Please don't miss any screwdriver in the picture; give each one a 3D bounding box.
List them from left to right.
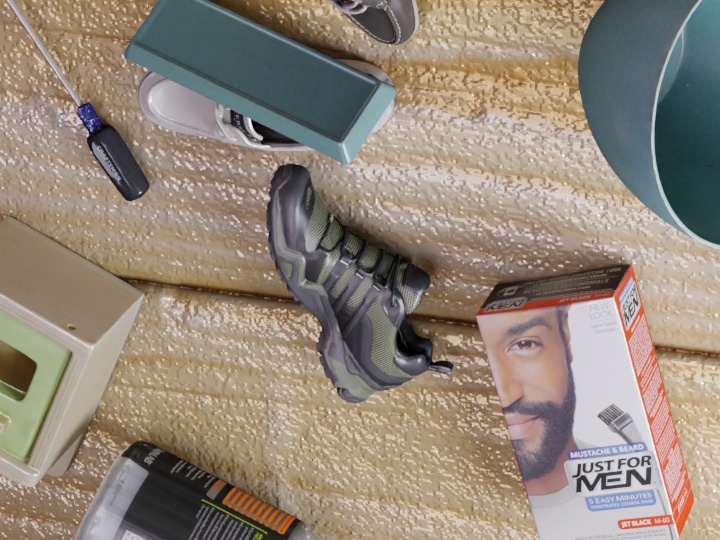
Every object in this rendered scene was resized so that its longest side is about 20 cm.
[{"bbox_3d":[-0.219,-0.139,1.776,0.029,0.028,0.200,-7,119,54],"label":"screwdriver"}]

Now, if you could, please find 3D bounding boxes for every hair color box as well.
[{"bbox_3d":[0.167,0.104,1.734,0.110,0.064,0.201,-9,110,24],"label":"hair color box"}]

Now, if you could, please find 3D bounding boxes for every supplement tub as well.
[{"bbox_3d":[-0.119,0.230,1.863,0.199,0.123,0.123,27,120,7],"label":"supplement tub"}]

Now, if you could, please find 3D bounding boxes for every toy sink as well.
[{"bbox_3d":[-0.278,0.085,1.857,0.130,0.112,0.200,30,121,5],"label":"toy sink"}]

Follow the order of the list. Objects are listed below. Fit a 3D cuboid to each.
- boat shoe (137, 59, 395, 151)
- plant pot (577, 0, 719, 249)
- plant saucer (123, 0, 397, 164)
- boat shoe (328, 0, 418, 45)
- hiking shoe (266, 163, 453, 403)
[{"bbox_3d":[-0.076,-0.119,1.714,0.199,0.066,0.072,8,117,16],"label":"boat shoe"},{"bbox_3d":[0.221,-0.128,1.549,0.135,0.199,0.201,26,128,49],"label":"plant pot"},{"bbox_3d":[-0.074,-0.145,1.679,0.199,0.070,0.019,27,163,20],"label":"plant saucer"},{"bbox_3d":[-0.022,-0.225,1.617,0.067,0.057,0.200,10,141,39],"label":"boat shoe"},{"bbox_3d":[0.000,0.000,1.748,0.100,0.076,0.201,-16,117,17],"label":"hiking shoe"}]
